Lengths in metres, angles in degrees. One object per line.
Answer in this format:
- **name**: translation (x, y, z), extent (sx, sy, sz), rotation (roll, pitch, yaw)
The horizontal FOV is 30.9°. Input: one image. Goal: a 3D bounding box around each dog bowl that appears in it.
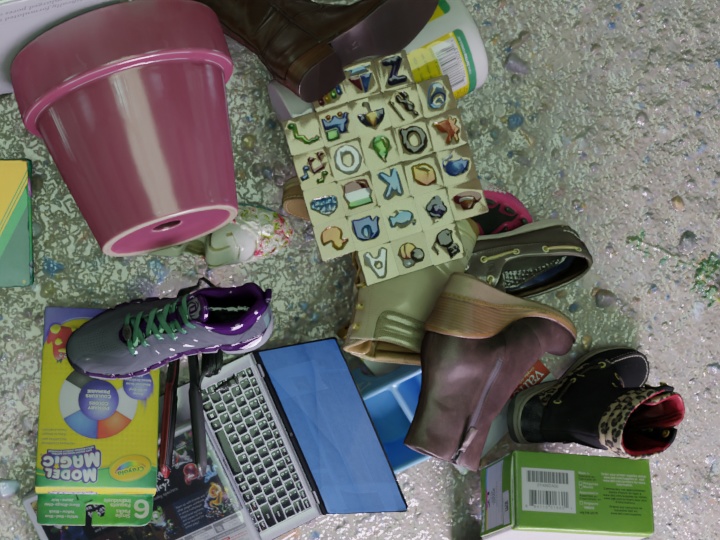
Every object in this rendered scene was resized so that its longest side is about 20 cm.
- **dog bowl**: translation (0.054, 0.137, 1.300), extent (0.198, 0.050, 0.112), rotation (-27, 107, 18)

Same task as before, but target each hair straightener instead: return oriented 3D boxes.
- **hair straightener**: translation (-0.151, 0.101, 1.264), extent (0.076, 0.041, 0.203), rotation (0, 67, 1)

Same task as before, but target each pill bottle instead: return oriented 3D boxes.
- **pill bottle**: translation (0.015, -0.189, 1.270), extent (0.198, 0.113, 0.114), rotation (-29, 101, -9)

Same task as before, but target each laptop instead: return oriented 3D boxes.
- **laptop**: translation (-0.087, 0.183, 1.283), extent (0.198, 0.116, 0.189), rotation (-25, 100, -9)

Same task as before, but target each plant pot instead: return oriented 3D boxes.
- **plant pot**: translation (-0.195, -0.118, 1.165), extent (0.198, 0.200, 0.181), rotation (-17, 82, -10)

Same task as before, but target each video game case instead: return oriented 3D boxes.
- **video game case**: translation (-0.208, 0.264, 1.293), extent (0.198, 0.023, 0.184), rotation (-24, 100, 2)

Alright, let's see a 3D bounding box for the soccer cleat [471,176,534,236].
- **soccer cleat**: translation (0.105, -0.082, 1.326), extent (0.199, 0.087, 0.070), rotation (30, 119, -34)

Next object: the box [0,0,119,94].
- **box**: translation (-0.315, -0.249, 1.134), extent (0.196, 0.200, 0.132), rotation (-16, 82, -11)

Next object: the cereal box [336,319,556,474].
- **cereal box**: translation (0.092, 0.091, 1.352), extent (0.144, 0.040, 0.200), rotation (-44, 103, -5)

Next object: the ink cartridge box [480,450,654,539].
- **ink cartridge box**: translation (0.189, 0.243, 1.329), extent (0.146, 0.200, 0.077), rotation (6, 71, -13)

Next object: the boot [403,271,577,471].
- **boot**: translation (0.121, 0.104, 1.221), extent (0.199, 0.072, 0.169), rotation (21, 81, -44)

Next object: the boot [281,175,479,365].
- **boot**: translation (0.000, 0.000, 1.247), extent (0.197, 0.073, 0.157), rotation (17, 72, 7)

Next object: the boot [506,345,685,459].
- **boot**: translation (0.263, 0.133, 1.314), extent (0.198, 0.150, 0.074), rotation (-16, 101, -36)

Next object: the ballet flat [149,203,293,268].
- **ballet flat**: translation (-0.163, -0.033, 1.266), extent (0.197, 0.064, 0.076), rotation (8, 129, -9)

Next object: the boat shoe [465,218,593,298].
- **boat shoe**: translation (0.134, 0.005, 1.296), extent (0.198, 0.060, 0.073), rotation (-16, 124, -13)

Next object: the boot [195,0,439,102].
- **boot**: translation (-0.050, -0.263, 1.227), extent (0.185, 0.200, 0.065), rotation (-34, 144, -20)

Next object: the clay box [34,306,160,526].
- **clay box**: translation (-0.249, 0.139, 1.240), extent (0.113, 0.048, 0.203), rotation (2, 70, -13)

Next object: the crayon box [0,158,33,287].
- **crayon box**: translation (-0.408, -0.045, 1.218), extent (0.197, 0.058, 0.121), rotation (-1, 96, -12)

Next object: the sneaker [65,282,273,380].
- **sneaker**: translation (-0.178, 0.044, 1.210), extent (0.197, 0.088, 0.075), rotation (-12, 68, -12)

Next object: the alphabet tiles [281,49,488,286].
- **alphabet tiles**: translation (0.023, -0.096, 1.207), extent (0.164, 0.006, 0.203), rotation (-17, 89, -9)
